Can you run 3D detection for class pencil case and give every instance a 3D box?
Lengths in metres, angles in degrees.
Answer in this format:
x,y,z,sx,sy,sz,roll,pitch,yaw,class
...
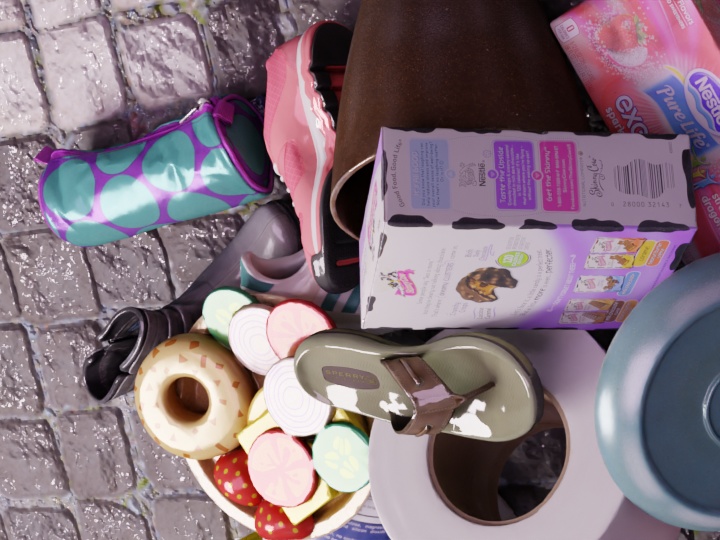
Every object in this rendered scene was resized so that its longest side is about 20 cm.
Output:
x,y,z,sx,sy,sz,roll,pitch,yaw,class
-0.163,-0.080,1.525,0.199,0.085,0.093,-16,115,30,pencil case

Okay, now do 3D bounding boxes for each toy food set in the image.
x,y,z,sx,sy,sz,roll,pitch,yaw,class
-0.069,0.109,1.440,0.198,0.049,0.201,-40,80,32,toy food set

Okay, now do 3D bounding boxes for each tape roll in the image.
x,y,z,sx,sy,sz,roll,pitch,yaw,class
0.122,0.145,1.375,0.201,0.139,0.204,-9,67,22,tape roll

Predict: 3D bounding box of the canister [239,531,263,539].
x,y,z,sx,sy,sz,roll,pitch,yaw,class
-0.042,0.308,1.559,0.199,0.148,0.087,34,108,15,canister

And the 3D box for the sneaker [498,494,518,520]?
x,y,z,sx,sy,sz,roll,pitch,yaw,class
0.053,0.248,1.478,0.071,0.200,0.073,38,163,4,sneaker

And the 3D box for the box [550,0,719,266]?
x,y,z,sx,sy,sz,roll,pitch,yaw,class
0.232,-0.115,1.307,0.102,0.095,0.201,-28,93,30,box

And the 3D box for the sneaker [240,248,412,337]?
x,y,z,sx,sy,sz,roll,pitch,yaw,class
0.000,0.000,1.454,0.199,0.070,0.094,-15,108,14,sneaker

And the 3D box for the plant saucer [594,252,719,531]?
x,y,z,sx,sy,sz,roll,pitch,yaw,class
0.251,0.085,1.253,0.199,0.027,0.201,-5,109,-14,plant saucer

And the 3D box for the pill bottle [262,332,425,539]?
x,y,z,sx,sy,sz,roll,pitch,yaw,class
0.001,0.151,1.504,0.111,0.111,0.201,28,117,16,pill bottle

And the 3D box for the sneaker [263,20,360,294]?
x,y,z,sx,sy,sz,roll,pitch,yaw,class
-0.031,-0.082,1.429,0.087,0.073,0.202,-8,86,49,sneaker

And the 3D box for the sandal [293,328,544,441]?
x,y,z,sx,sy,sz,roll,pitch,yaw,class
0.036,0.086,1.307,0.200,0.057,0.080,2,117,32,sandal

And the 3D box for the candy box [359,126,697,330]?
x,y,z,sx,sy,sz,roll,pitch,yaw,class
0.103,-0.023,1.250,0.199,0.168,0.072,1,66,-5,candy box

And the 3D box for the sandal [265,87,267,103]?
x,y,z,sx,sy,sz,roll,pitch,yaw,class
0.015,-0.107,1.454,0.200,0.048,0.076,34,117,28,sandal

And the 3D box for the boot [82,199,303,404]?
x,y,z,sx,sy,sz,roll,pitch,yaw,class
-0.131,0.032,1.511,0.070,0.131,0.201,47,122,28,boot

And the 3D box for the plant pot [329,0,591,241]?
x,y,z,sx,sy,sz,roll,pitch,yaw,class
0.066,-0.140,1.326,0.186,0.187,0.201,-19,61,30,plant pot
